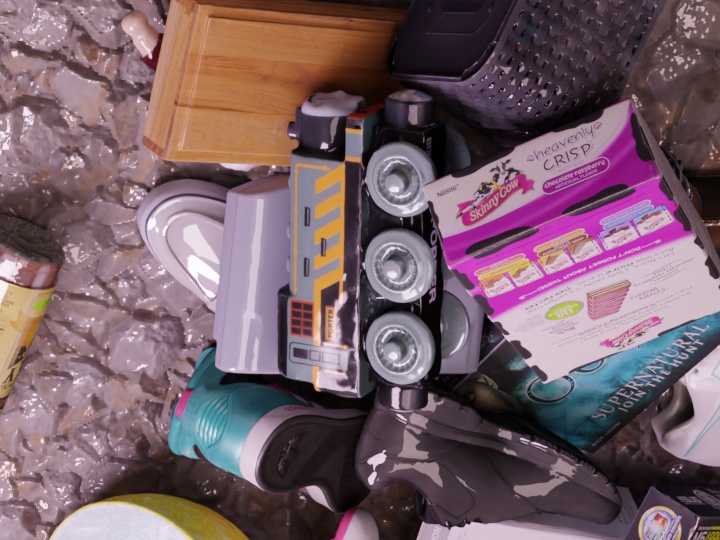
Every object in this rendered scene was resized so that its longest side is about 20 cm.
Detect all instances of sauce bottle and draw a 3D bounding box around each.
[{"bbox_3d":[-0.254,0.061,1.683,0.064,0.065,0.201,17,114,-21],"label":"sauce bottle"}]

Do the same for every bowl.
[{"bbox_3d":[-0.114,0.236,1.767,0.107,0.199,0.202,-23,131,-48],"label":"bowl"}]

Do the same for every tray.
[{"bbox_3d":[-0.034,-0.115,1.611,0.199,0.037,0.099,0,111,-37],"label":"tray"}]

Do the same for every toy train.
[{"bbox_3d":[0.005,-0.013,1.584,0.113,0.085,0.202,7,107,23],"label":"toy train"}]

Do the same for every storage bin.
[{"bbox_3d":[0.115,-0.182,1.565,0.093,0.135,0.201,28,83,-25],"label":"storage bin"}]

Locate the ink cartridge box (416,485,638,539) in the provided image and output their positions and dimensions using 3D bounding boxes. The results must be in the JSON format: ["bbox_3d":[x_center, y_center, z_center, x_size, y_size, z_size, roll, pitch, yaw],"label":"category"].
[{"bbox_3d":[0.093,0.246,1.850,0.174,0.084,0.201,11,114,-17],"label":"ink cartridge box"}]

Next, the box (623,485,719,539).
[{"bbox_3d":[0.225,0.232,1.819,0.200,0.044,0.161,8,110,-59],"label":"box"}]

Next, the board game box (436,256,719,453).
[{"bbox_3d":[0.159,0.046,1.742,0.134,0.028,0.200,19,136,-25],"label":"board game box"}]

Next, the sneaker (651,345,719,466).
[{"bbox_3d":[0.260,0.052,1.796,0.080,0.071,0.202,7,116,-14],"label":"sneaker"}]

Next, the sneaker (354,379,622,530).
[{"bbox_3d":[0.083,0.137,1.745,0.199,0.076,0.091,23,94,-17],"label":"sneaker"}]

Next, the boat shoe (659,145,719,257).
[{"bbox_3d":[0.193,-0.040,1.723,0.198,0.072,0.073,-12,128,-6],"label":"boat shoe"}]

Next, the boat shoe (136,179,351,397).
[{"bbox_3d":[-0.061,0.013,1.700,0.199,0.065,0.074,34,106,-26],"label":"boat shoe"}]

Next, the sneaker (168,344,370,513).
[{"bbox_3d":[-0.065,0.105,1.741,0.084,0.120,0.200,-62,154,2],"label":"sneaker"}]

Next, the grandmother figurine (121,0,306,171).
[{"bbox_3d":[-0.088,-0.155,1.610,0.120,0.061,0.201,-8,117,1],"label":"grandmother figurine"}]

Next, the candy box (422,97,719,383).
[{"bbox_3d":[0.135,-0.014,1.560,0.136,0.061,0.200,-23,151,11],"label":"candy box"}]

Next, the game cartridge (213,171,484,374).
[{"bbox_3d":[0.000,0.000,1.679,0.199,0.041,0.134,1,103,-33],"label":"game cartridge"}]

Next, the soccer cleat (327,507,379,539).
[{"bbox_3d":[-0.003,0.257,1.776,0.086,0.070,0.201,19,114,9],"label":"soccer cleat"}]
